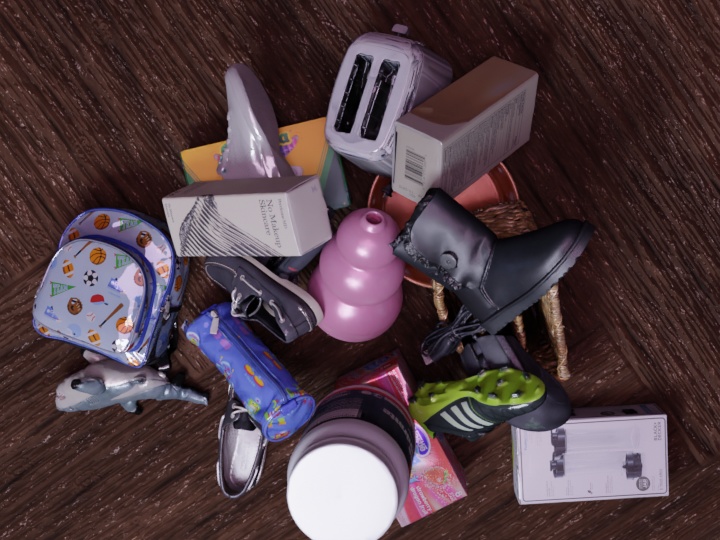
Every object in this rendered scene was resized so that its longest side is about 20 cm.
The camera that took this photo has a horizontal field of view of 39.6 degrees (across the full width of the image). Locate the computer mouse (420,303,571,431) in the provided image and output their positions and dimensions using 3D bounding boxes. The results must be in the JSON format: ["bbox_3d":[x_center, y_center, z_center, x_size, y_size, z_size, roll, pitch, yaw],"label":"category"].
[{"bbox_3d":[0.172,0.135,1.229,0.200,0.053,0.138,43,135,-4],"label":"computer mouse"}]

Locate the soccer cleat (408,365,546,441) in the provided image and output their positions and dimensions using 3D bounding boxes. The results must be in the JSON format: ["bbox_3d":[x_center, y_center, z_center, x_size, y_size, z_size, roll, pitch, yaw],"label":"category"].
[{"bbox_3d":[0.146,0.164,1.200,0.200,0.068,0.081,-13,120,43],"label":"soccer cleat"}]

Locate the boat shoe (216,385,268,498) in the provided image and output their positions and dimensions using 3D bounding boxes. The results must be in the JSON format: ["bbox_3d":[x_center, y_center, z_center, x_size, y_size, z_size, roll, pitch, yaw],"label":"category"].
[{"bbox_3d":[-0.155,0.208,1.342,0.074,0.060,0.200,13,97,5],"label":"boat shoe"}]

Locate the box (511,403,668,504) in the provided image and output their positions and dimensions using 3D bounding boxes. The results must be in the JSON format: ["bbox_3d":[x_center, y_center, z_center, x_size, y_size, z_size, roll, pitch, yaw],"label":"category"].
[{"bbox_3d":[0.305,0.244,1.339,0.200,0.060,0.117,-5,98,1],"label":"box"}]

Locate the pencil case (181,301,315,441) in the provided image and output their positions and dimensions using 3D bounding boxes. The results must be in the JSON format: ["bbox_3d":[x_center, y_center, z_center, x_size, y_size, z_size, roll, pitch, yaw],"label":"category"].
[{"bbox_3d":[-0.143,0.123,1.280,0.078,0.087,0.200,-35,64,-17],"label":"pencil case"}]

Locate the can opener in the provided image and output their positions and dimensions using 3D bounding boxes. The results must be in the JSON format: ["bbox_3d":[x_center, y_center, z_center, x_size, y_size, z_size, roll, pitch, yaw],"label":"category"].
[{"bbox_3d":[-0.086,-0.022,1.259,0.079,0.200,0.064,11,67,-30],"label":"can opener"}]

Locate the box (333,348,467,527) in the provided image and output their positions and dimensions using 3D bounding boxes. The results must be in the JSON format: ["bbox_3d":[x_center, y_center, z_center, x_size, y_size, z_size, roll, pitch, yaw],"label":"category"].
[{"bbox_3d":[0.053,0.219,1.322,0.103,0.095,0.200,-27,97,6],"label":"box"}]

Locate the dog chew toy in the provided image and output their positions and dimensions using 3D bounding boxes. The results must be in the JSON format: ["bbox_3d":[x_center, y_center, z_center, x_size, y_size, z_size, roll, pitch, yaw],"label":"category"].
[{"bbox_3d":[0.000,0.000,1.245,0.124,0.125,0.200,12,140,-1],"label":"dog chew toy"}]

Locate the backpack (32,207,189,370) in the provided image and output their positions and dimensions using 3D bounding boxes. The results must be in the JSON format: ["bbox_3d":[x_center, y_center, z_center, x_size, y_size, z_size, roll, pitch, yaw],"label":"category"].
[{"bbox_3d":[-0.316,0.014,1.280,0.200,0.154,0.191,19,88,1],"label":"backpack"}]

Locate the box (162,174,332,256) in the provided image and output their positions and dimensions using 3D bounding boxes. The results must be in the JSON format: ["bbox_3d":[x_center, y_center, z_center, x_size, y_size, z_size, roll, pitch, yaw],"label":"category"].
[{"bbox_3d":[-0.137,-0.063,1.188,0.200,0.068,0.082,-1,111,36],"label":"box"}]

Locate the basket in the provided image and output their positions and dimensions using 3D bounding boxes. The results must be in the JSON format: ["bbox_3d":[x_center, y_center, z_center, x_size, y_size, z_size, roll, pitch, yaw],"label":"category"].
[{"bbox_3d":[0.165,0.038,1.237,0.142,0.149,0.200,-13,122,2],"label":"basket"}]

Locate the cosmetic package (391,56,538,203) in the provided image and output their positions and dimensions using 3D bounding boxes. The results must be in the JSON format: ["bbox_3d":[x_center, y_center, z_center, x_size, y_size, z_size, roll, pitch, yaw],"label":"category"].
[{"bbox_3d":[0.127,-0.168,1.205,0.071,0.200,0.105,30,138,29],"label":"cosmetic package"}]

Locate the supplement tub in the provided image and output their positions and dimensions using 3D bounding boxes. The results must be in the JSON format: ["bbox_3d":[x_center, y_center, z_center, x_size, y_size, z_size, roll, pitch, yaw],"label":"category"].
[{"bbox_3d":[-0.009,0.227,1.176,0.140,0.200,0.141,1,101,6],"label":"supplement tub"}]

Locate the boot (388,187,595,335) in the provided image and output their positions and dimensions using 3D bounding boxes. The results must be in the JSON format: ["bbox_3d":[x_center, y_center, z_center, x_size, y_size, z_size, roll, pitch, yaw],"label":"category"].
[{"bbox_3d":[0.138,-0.033,1.105,0.168,0.076,0.200,40,136,-2],"label":"boot"}]

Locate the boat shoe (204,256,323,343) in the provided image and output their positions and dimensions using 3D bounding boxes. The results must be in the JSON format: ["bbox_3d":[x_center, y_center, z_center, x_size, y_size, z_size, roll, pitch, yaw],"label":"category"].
[{"bbox_3d":[-0.139,0.031,1.269,0.200,0.073,0.063,26,57,32],"label":"boat shoe"}]

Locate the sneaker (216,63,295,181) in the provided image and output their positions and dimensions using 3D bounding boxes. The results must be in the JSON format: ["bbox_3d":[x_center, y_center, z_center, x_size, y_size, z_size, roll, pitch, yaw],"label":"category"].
[{"bbox_3d":[-0.144,-0.151,1.232,0.088,0.075,0.200,-16,96,20],"label":"sneaker"}]

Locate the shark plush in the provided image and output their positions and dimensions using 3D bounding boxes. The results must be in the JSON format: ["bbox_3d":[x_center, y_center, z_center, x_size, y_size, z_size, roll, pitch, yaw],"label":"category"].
[{"bbox_3d":[-0.310,0.159,1.357,0.200,0.091,0.083,0,119,-19],"label":"shark plush"}]

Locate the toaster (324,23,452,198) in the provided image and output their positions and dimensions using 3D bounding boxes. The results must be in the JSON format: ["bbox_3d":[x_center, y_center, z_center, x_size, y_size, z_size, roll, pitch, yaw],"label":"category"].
[{"bbox_3d":[0.030,-0.196,1.226,0.113,0.129,0.200,19,92,24],"label":"toaster"}]

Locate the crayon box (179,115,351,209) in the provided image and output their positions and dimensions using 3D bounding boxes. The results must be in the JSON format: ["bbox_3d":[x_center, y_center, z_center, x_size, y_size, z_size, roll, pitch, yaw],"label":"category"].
[{"bbox_3d":[-0.121,-0.121,1.295,0.200,0.058,0.119,-13,97,3],"label":"crayon box"}]

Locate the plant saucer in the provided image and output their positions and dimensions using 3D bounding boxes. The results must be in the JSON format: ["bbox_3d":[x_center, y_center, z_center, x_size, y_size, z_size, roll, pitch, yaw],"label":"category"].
[{"bbox_3d":[0.108,-0.076,1.311,0.200,0.032,0.201,0,98,2],"label":"plant saucer"}]
